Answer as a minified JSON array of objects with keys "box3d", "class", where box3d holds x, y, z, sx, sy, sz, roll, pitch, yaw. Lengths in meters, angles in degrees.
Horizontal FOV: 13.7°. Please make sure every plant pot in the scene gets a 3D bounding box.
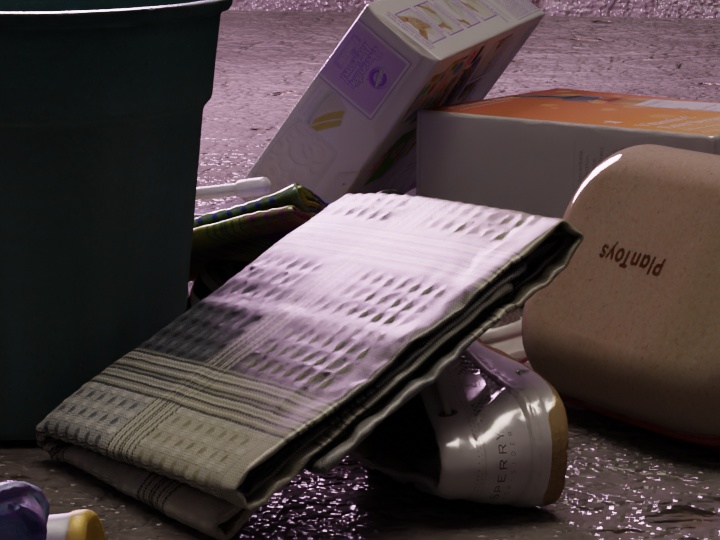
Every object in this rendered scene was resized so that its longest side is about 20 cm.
[{"box3d":[-0.158,-0.031,1.388,0.200,0.197,0.200,0,11,0],"class":"plant pot"}]

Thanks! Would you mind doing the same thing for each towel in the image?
[{"box3d":[-0.023,0.035,1.256,0.192,0.035,0.200,-37,21,-21],"class":"towel"},{"box3d":[-0.078,-0.017,1.622,0.143,0.023,0.200,-12,-6,11],"class":"towel"}]

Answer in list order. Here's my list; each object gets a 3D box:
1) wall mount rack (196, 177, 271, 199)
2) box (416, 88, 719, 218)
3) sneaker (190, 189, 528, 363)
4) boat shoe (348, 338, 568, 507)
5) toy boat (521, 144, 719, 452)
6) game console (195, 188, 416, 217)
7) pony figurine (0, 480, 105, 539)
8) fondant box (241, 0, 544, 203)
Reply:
[{"box3d":[-0.121,-0.100,1.737,0.074,0.201,0.174,-9,4,-21],"class":"wall mount rack"},{"box3d":[0.153,-0.040,1.708,0.200,0.107,0.152,8,12,35],"class":"box"},{"box3d":[0.000,0.000,1.528,0.200,0.088,0.074,7,12,35],"class":"sneaker"},{"box3d":[0.015,0.052,1.279,0.069,0.071,0.200,-4,12,-24],"class":"boat shoe"},{"box3d":[0.176,0.025,1.376,0.131,0.131,0.200,28,-5,-29],"class":"toy boat"},{"box3d":[0.006,-0.033,1.913,0.176,0.031,0.200,2,9,30],"class":"game console"},{"box3d":[-0.175,0.102,0.850,0.199,0.167,0.193,-1,-23,11],"class":"pony figurine"},{"box3d":[0.021,-0.102,1.785,0.058,0.144,0.200,39,23,7],"class":"fondant box"}]
